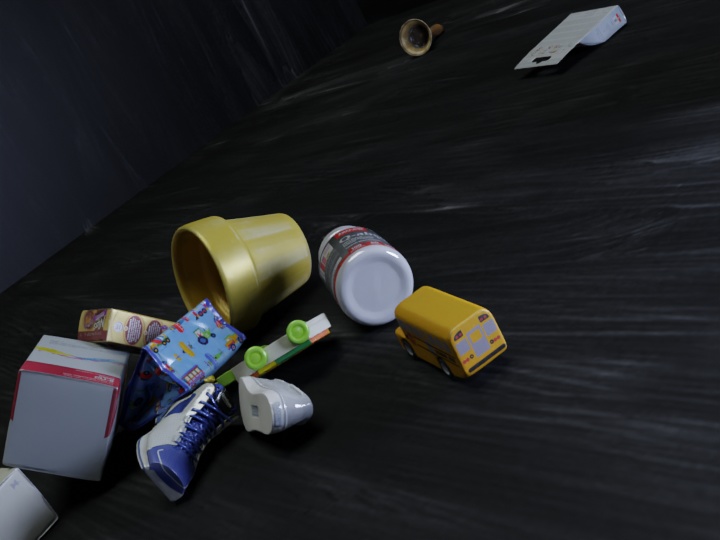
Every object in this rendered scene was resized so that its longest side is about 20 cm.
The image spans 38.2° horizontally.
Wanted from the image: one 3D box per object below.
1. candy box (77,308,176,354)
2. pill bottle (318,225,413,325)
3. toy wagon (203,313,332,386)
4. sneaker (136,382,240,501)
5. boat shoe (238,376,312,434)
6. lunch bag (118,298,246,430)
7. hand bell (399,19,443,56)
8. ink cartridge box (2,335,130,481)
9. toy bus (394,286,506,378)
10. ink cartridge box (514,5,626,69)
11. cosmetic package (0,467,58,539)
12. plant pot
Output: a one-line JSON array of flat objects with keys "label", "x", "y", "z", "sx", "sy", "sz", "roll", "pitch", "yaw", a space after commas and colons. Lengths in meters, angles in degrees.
[{"label": "candy box", "x": -0.344, "y": 0.108, "z": 1.691, "sx": 0.116, "sy": 0.198, "sz": 0.058, "roll": -5, "pitch": 74, "yaw": 51}, {"label": "pill bottle", "x": 0.000, "y": 0.000, "z": 1.539, "sx": 0.115, "sy": 0.117, "sz": 0.200, "roll": -32, "pitch": 19, "yaw": -4}, {"label": "toy wagon", "x": -0.131, "y": 0.121, "z": 1.490, "sx": 0.198, "sy": 0.040, "sz": 0.155, "roll": -32, "pitch": -4, "yaw": -1}, {"label": "sneaker", "x": -0.226, "y": 0.209, "z": 1.397, "sx": 0.115, "sy": 0.081, "sz": 0.200, "roll": -37, "pitch": 16, "yaw": 12}, {"label": "boat shoe", "x": -0.114, "y": 0.173, "z": 1.366, "sx": 0.067, "sy": 0.073, "sz": 0.200, "roll": -5, "pitch": -5, "yaw": -20}, {"label": "lunch bag", "x": -0.283, "y": 0.164, "z": 1.583, "sx": 0.150, "sy": 0.094, "sz": 0.201, "roll": -42, "pitch": -8, "yaw": -48}, {"label": "hand bell", "x": 0.201, "y": -0.708, "z": 3.086, "sx": 0.103, "sy": 0.106, "sz": 0.200, "roll": -18, "pitch": 11, "yaw": 32}, {"label": "ink cartridge box", "x": -0.431, "y": 0.199, "z": 1.548, "sx": 0.142, "sy": 0.148, "sz": 0.200, "roll": 11, "pitch": 10, "yaw": -10}, {"label": "toy bus", "x": 0.100, "y": 0.073, "z": 1.263, "sx": 0.065, "sy": 0.079, "sz": 0.200, "roll": -34, "pitch": 19, "yaw": -13}, {"label": "ink cartridge box", "x": 0.441, "y": -0.474, "z": 2.186, "sx": 0.200, "sy": 0.050, "sz": 0.162, "roll": -46, "pitch": 23, "yaw": -15}, {"label": "cosmetic package", "x": -0.542, "y": 0.352, "z": 1.508, "sx": 0.198, "sy": 0.104, "sz": 0.087, "roll": -13, "pitch": 27, "yaw": 45}, {"label": "plant pot", "x": -0.193, "y": -0.007, "z": 1.762, "sx": 0.187, "sy": 0.204, "sz": 0.200, "roll": -23, "pitch": 13, "yaw": -32}]
